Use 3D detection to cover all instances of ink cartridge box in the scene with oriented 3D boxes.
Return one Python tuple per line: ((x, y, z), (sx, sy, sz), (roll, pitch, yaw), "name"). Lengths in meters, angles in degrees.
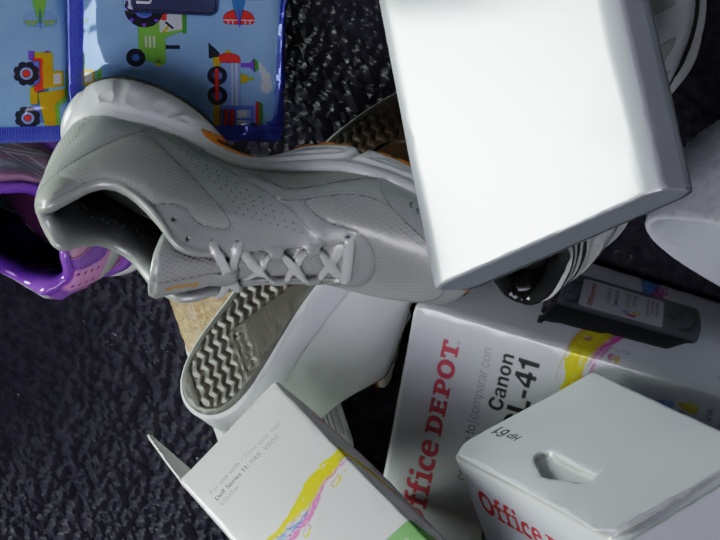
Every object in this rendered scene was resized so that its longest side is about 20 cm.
((0.135, 0.160, 1.164), (0.145, 0.085, 0.200), (25, 140, 60), "ink cartridge box")
((-0.003, 0.127, 1.191), (0.067, 0.200, 0.117), (-46, 133, -2), "ink cartridge box")
((0.119, 0.083, 1.269), (0.200, 0.086, 0.148), (16, 122, 10), "ink cartridge box")

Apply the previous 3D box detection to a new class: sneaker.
((-0.197, -0.051, 1.312), (0.200, 0.088, 0.081), (32, 125, 3), "sneaker")
((0.100, -0.071, 1.173), (0.076, 0.115, 0.201), (16, 121, 12), "sneaker")
((-0.050, -0.012, 1.160), (0.200, 0.092, 0.076), (16, 134, 8), "sneaker")
((0.000, 0.000, 1.263), (0.200, 0.073, 0.085), (-51, 135, 3), "sneaker")

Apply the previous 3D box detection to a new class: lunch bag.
((-0.118, -0.135, 1.228), (0.200, 0.094, 0.151), (0, 98, 3), "lunch bag")

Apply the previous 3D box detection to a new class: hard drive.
((0.064, -0.106, 1.111), (0.132, 0.026, 0.200), (-25, 70, 43), "hard drive")

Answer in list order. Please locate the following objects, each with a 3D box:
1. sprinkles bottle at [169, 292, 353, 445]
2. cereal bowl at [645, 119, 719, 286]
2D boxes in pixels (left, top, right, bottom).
((-0.049, 0.052, 1.324), (0.068, 0.068, 0.200), (-8, 114, 24), "sprinkles bottle")
((0.227, -0.018, 1.133), (0.200, 0.200, 0.083), (23, 83, 8), "cereal bowl")
